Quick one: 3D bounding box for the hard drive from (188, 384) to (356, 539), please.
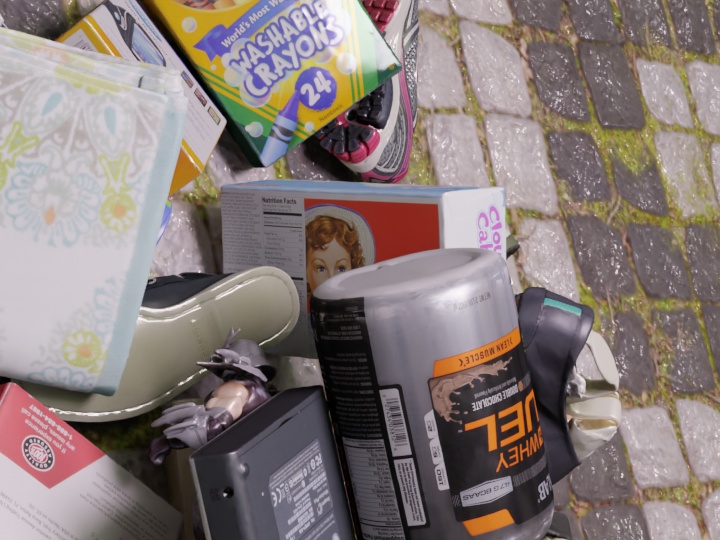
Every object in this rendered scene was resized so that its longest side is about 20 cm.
[{"bbox_3d":[-0.035,0.180,1.110,0.139,0.033,0.202,-31,111,-67],"label":"hard drive"}]

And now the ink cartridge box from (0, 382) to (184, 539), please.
[{"bbox_3d":[-0.201,0.190,1.107,0.147,0.083,0.201,42,45,-26],"label":"ink cartridge box"}]

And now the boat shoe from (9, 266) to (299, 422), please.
[{"bbox_3d":[-0.138,0.042,1.256,0.198,0.066,0.075,-24,104,-28],"label":"boat shoe"}]

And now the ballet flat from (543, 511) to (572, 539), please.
[{"bbox_3d":[0.105,0.196,1.328,0.069,0.068,0.200,51,13,27],"label":"ballet flat"}]

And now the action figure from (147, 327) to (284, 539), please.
[{"bbox_3d":[-0.079,0.128,1.153,0.130,0.069,0.202,33,55,-55],"label":"action figure"}]

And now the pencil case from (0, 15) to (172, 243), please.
[{"bbox_3d":[-0.202,-0.079,1.237,0.200,0.078,0.087,45,78,-24],"label":"pencil case"}]

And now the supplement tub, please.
[{"bbox_3d":[0.046,0.096,1.170,0.122,0.122,0.202,-23,105,-50],"label":"supplement tub"}]

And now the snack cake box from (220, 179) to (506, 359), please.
[{"bbox_3d":[0.000,0.000,1.306,0.067,0.199,0.116,-8,100,-48],"label":"snack cake box"}]

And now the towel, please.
[{"bbox_3d":[-0.200,-0.039,1.160,0.170,0.048,0.202,14,90,-17],"label":"towel"}]

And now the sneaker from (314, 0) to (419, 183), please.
[{"bbox_3d":[0.010,-0.160,1.516,0.075,0.080,0.201,42,50,-49],"label":"sneaker"}]

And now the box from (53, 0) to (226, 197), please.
[{"bbox_3d":[-0.143,-0.120,1.295,0.119,0.041,0.200,53,8,-10],"label":"box"}]

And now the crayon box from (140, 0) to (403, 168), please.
[{"bbox_3d":[-0.077,-0.190,1.400,0.125,0.052,0.201,-36,101,-10],"label":"crayon box"}]

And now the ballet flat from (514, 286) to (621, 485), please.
[{"bbox_3d":[0.138,0.084,1.312,0.201,0.072,0.073,76,22,-50],"label":"ballet flat"}]

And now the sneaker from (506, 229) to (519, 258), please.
[{"bbox_3d":[0.046,-0.021,1.482,0.089,0.077,0.200,48,18,12],"label":"sneaker"}]

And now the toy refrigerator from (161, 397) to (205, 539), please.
[{"bbox_3d":[-0.076,0.184,1.241,0.075,0.070,0.202,-4,72,-14],"label":"toy refrigerator"}]
